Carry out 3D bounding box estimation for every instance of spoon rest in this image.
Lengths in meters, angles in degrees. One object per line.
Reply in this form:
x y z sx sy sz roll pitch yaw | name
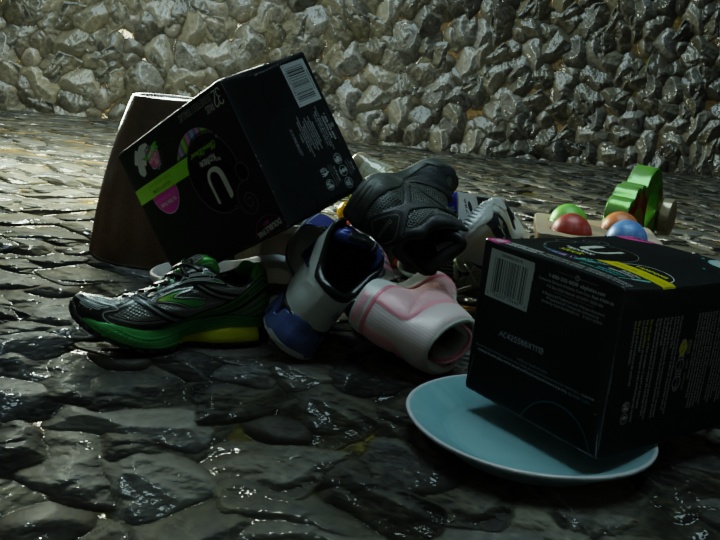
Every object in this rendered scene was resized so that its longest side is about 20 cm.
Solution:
-0.135 0.009 1.010 0.195 0.062 0.099 9 13 6 | spoon rest

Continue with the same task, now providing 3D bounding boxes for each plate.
0.131 0.127 0.721 0.195 0.026 0.200 6 13 -1 | plate

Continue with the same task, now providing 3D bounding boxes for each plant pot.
-0.253 -0.122 1.191 0.182 0.205 0.187 6 13 -1 | plant pot

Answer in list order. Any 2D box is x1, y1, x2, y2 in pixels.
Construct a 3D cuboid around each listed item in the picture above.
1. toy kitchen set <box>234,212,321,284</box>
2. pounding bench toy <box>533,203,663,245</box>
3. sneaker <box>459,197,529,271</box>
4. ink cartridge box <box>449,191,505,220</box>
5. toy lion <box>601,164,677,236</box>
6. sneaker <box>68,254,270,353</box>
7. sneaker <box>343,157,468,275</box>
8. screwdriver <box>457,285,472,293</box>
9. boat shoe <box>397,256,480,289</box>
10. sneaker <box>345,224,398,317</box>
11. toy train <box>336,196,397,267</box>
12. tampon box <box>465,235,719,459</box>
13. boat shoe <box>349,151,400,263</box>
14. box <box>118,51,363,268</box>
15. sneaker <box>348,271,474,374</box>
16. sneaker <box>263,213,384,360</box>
-0.068 -0.081 1.157 0.160 0.185 0.200 4 13 -16 | toy kitchen set
0.235 0.011 0.967 0.121 0.160 0.200 8 13 8 | pounding bench toy
0.173 -0.004 1.057 0.131 0.079 0.199 55 10 16 | sneaker
0.102 -0.064 1.111 0.098 0.040 0.199 -14 -4 27 | ink cartridge box
0.324 -0.043 1.111 0.068 0.203 0.192 15 -22 27 | toy lion
-0.177 0.025 0.868 0.197 0.087 0.078 -3 16 -34 | sneaker
0.070 -0.054 0.954 0.114 0.077 0.199 44 26 11 | sneaker
0.082 0.032 1.079 0.029 0.028 0.199 42 29 16 | screwdriver
0.141 -0.002 1.203 0.196 0.074 0.062 3 23 32 | boat shoe
0.000 0.000 1.027 0.069 0.083 0.200 -26 12 0 | sneaker
-0.018 -0.077 1.299 0.195 0.118 0.085 6 13 -3 | toy train
0.210 0.049 0.750 0.197 0.129 0.149 -3 17 -37 | tampon box
0.018 -0.070 1.143 0.065 0.201 0.072 38 69 23 | boat shoe
-0.123 -0.101 0.926 0.198 0.151 0.124 -22 7 45 | box
0.074 0.054 0.912 0.104 0.077 0.199 29 14 23 | sneaker
-0.022 -0.006 0.911 0.080 0.115 0.201 39 27 -15 | sneaker
